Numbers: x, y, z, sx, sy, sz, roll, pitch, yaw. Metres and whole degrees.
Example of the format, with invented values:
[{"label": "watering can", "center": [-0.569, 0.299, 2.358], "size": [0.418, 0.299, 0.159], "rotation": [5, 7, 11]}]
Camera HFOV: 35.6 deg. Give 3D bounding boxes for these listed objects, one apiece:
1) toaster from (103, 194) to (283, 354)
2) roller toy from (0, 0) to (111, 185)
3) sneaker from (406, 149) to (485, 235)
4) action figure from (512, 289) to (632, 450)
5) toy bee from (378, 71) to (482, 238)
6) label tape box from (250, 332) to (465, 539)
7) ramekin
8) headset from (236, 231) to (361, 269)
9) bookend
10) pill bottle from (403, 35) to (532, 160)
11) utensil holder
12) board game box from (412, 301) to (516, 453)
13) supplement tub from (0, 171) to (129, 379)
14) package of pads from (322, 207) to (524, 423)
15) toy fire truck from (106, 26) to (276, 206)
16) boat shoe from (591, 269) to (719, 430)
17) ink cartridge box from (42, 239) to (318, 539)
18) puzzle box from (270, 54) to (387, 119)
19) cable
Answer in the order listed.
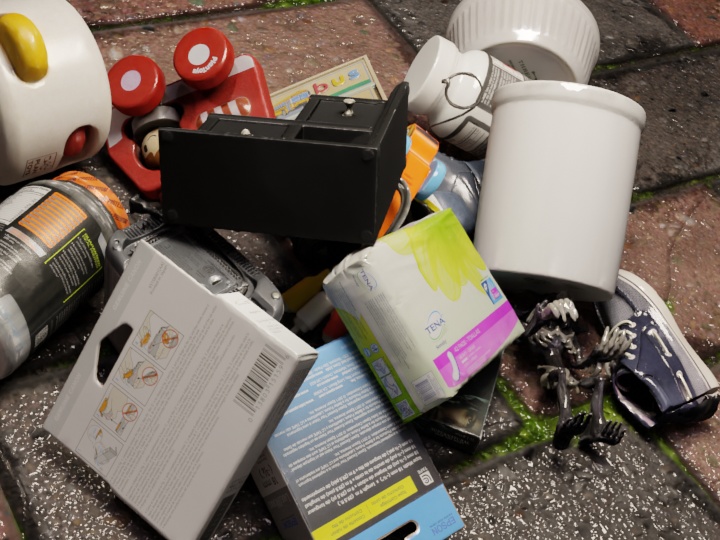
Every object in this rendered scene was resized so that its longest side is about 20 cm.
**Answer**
[{"label": "toaster", "center": [-0.167, 0.037, 1.044], "size": [0.200, 0.130, 0.113], "rotation": [40, 46, 21]}, {"label": "roller toy", "center": [-0.358, -0.188, 1.167], "size": [0.139, 0.184, 0.199], "rotation": [-25, 32, -35]}, {"label": "sneaker", "center": [0.102, -0.123, 1.325], "size": [0.145, 0.077, 0.203], "rotation": [-19, 63, -19]}, {"label": "action figure", "center": [0.215, 0.080, 1.141], "size": [0.118, 0.102, 0.201], "rotation": [15, 44, -29]}, {"label": "toy bee", "center": [0.055, -0.112, 1.225], "size": [0.199, 0.109, 0.132], "rotation": [-36, 101, -12]}, {"label": "label tape box", "center": [-0.017, 0.172, 0.992], "size": [0.143, 0.063, 0.201], "rotation": [-21, 80, -35]}, {"label": "ramekin", "center": [0.203, -0.265, 1.437], "size": [0.200, 0.203, 0.095], "rotation": [15, 54, -3]}, {"label": "headset", "center": [-0.055, -0.066, 1.213], "size": [0.199, 0.094, 0.124], "rotation": [-8, 47, -41]}, {"label": "bookend", "center": [-0.063, -0.115, 1.065], "size": [0.197, 0.093, 0.200], "rotation": [6, 27, 9]}, {"label": "pill bottle", "center": [0.154, -0.197, 1.364], "size": [0.199, 0.117, 0.117], "rotation": [27, 40, -17]}, {"label": "utensil holder", "center": [0.208, -0.080, 1.206], "size": [0.168, 0.170, 0.202], "rotation": [12, 83, -6]}, {"label": "board game box", "center": [0.079, 0.084, 1.153], "size": [0.134, 0.028, 0.201], "rotation": [20, 43, 3]}, {"label": "supplement tub", "center": [-0.310, -0.002, 1.041], "size": [0.122, 0.123, 0.200], "rotation": [28, 43, 11]}, {"label": "package of pads", "center": [0.063, 0.032, 1.057], "size": [0.155, 0.068, 0.200], "rotation": [58, 32, 1]}, {"label": "toy fire truck", "center": [-0.184, -0.154, 1.231], "size": [0.198, 0.112, 0.169], "rotation": [-20, 67, 8]}, {"label": "boat shoe", "center": [0.290, 0.080, 1.192], "size": [0.092, 0.075, 0.201], "rotation": [-9, 50, -36]}, {"label": "ink cartridge box", "center": [-0.155, 0.103, 0.938], "size": [0.173, 0.201, 0.043], "rotation": [36, 14, 18]}, {"label": "puzzle box", "center": [-0.066, -0.172, 1.286], "size": [0.198, 0.026, 0.134], "rotation": [-23, 40, 1]}, {"label": "cable", "center": [0.000, 0.000, 1.131], "size": [0.097, 0.201, 0.050], "rotation": [37, 1, 7]}]
